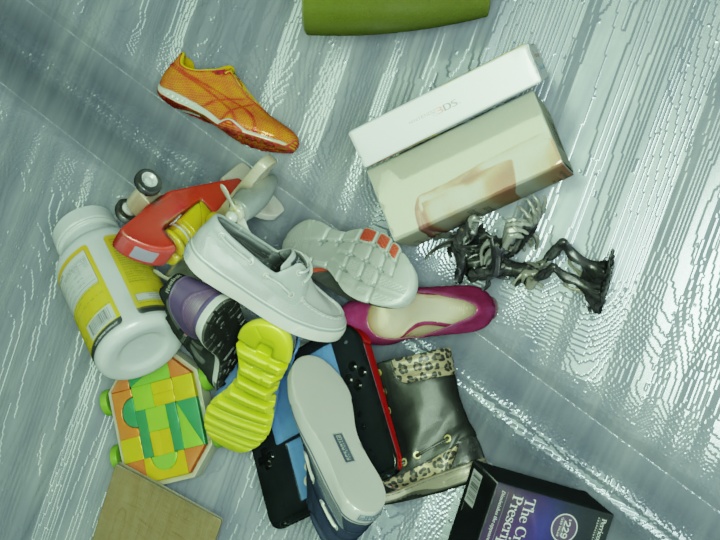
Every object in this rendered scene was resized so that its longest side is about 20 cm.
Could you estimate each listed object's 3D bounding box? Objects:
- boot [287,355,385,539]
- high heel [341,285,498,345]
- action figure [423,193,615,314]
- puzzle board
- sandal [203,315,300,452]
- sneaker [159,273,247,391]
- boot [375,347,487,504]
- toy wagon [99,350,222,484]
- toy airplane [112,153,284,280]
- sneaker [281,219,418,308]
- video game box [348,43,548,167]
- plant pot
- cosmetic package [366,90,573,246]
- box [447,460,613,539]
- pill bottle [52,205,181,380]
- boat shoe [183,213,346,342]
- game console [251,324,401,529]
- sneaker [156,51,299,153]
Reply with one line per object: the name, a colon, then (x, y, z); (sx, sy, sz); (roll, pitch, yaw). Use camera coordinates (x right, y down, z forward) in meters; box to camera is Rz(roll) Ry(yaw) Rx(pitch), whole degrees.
boot: (-0.042, 0.194, 1.143); (0.091, 0.072, 0.202); (-59, 41, 40)
high heel: (0.052, 0.050, 1.188); (0.197, 0.096, 0.069); (0, 88, 18)
action figure: (0.171, -0.026, 1.145); (0.197, 0.119, 0.103); (16, 123, 11)
puzzle board: (-0.257, 0.350, 1.303); (0.149, 0.017, 0.203); (24, 107, 13)
sandal: (-0.115, 0.121, 1.214); (0.079, 0.087, 0.201); (28, 120, -1)
sneaker: (-0.174, 0.064, 1.223); (0.087, 0.201, 0.076); (33, 65, 19)
boot: (0.036, 0.179, 1.202); (0.198, 0.073, 0.153); (-17, 79, 23)
toy wagon: (-0.246, 0.156, 1.313); (0.153, 0.040, 0.203); (-15, 83, 17)
toy airplane: (-0.161, -0.049, 1.214); (0.197, 0.200, 0.142); (-29, 76, 2)
sneaker: (0.000, 0.000, 1.197); (0.199, 0.082, 0.078); (26, 77, 44)
video game box: (0.099, -0.177, 1.137); (0.198, 0.182, 0.047); (-25, 93, 16)
plant pot: (0.049, -0.339, 1.179); (0.197, 0.187, 0.190); (9, 90, 3)
cosmetic package: (0.120, -0.106, 1.170); (0.198, 0.103, 0.088); (-24, 82, 17)
box: (0.159, 0.319, 1.122); (0.139, 0.079, 0.203); (17, 94, -17)
pill bottle: (-0.295, 0.021, 1.285); (0.112, 0.112, 0.201); (-40, 59, 13)
boat shoe: (-0.087, 0.005, 1.135); (0.199, 0.072, 0.069); (33, 113, -18)
game console: (-0.050, 0.173, 1.207); (0.199, 0.031, 0.179); (-32, 60, 32)
sneaker: (-0.153, -0.201, 1.283); (0.198, 0.073, 0.078); (30, 87, 14)
